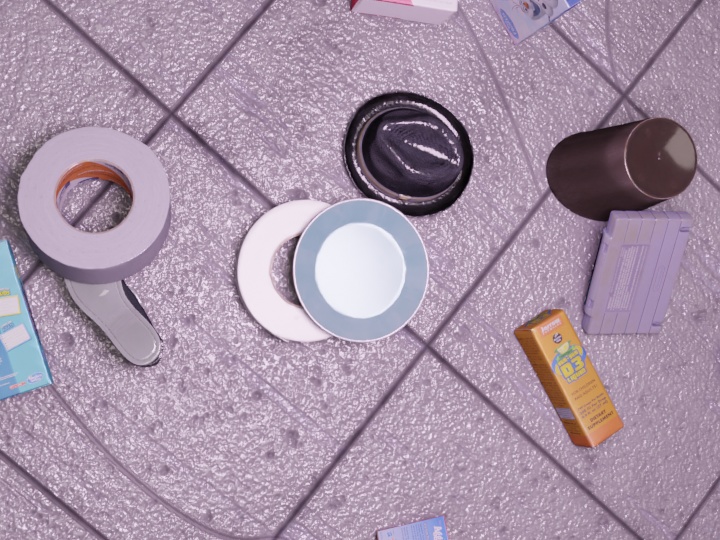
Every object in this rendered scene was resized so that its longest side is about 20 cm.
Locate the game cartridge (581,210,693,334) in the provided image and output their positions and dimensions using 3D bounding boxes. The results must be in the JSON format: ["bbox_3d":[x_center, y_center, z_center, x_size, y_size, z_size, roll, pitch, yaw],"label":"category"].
[{"bbox_3d":[0.405,0.004,1.613,0.128,0.039,0.202,2,121,-9],"label":"game cartridge"}]

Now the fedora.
[{"bbox_3d":[0.078,-0.173,1.565,0.198,0.092,0.204,1,87,-13],"label":"fedora"}]

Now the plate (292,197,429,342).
[{"bbox_3d":[0.000,0.000,1.539,0.197,0.026,0.203,1,87,-13],"label":"plate"}]

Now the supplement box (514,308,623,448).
[{"bbox_3d":[0.309,0.159,1.617,0.066,0.069,0.202,-30,92,-14],"label":"supplement box"}]

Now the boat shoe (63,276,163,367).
[{"bbox_3d":[-0.338,0.049,1.480,0.075,0.060,0.201,-31,81,-9],"label":"boat shoe"}]

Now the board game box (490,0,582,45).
[{"bbox_3d":[0.223,-0.442,1.556,0.043,0.199,0.201,-32,95,-14],"label":"board game box"}]

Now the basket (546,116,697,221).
[{"bbox_3d":[0.390,-0.149,1.579,0.178,0.200,0.138,10,86,-12],"label":"basket"}]

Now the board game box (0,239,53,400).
[{"bbox_3d":[-0.511,0.078,1.447,0.149,0.047,0.203,-17,91,-12],"label":"board game box"}]

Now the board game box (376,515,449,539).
[{"bbox_3d":[0.087,0.446,1.507,0.102,0.020,0.202,-14,53,5],"label":"board game box"}]

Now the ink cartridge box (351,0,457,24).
[{"bbox_3d":[0.070,-0.474,1.581,0.143,0.084,0.203,5,87,-13],"label":"ink cartridge box"}]

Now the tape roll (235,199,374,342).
[{"bbox_3d":[-0.079,0.002,1.552,0.200,0.037,0.206,0,88,-13],"label":"tape roll"}]

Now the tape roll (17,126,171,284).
[{"bbox_3d":[-0.352,-0.087,1.454,0.197,0.066,0.203,3,72,-9],"label":"tape roll"}]
